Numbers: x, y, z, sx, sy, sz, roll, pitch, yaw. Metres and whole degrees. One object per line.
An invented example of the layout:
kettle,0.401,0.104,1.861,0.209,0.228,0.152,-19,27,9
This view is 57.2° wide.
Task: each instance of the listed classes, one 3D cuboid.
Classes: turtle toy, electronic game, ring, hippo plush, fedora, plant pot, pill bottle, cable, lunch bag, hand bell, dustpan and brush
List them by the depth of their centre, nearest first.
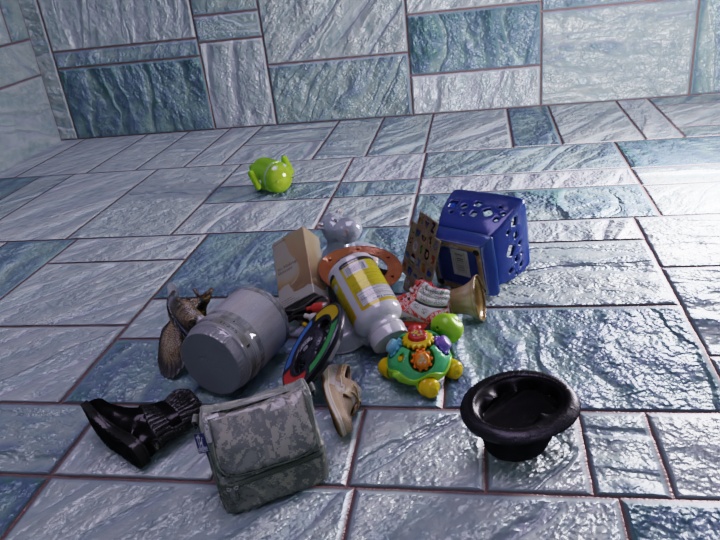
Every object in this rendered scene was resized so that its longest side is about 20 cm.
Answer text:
lunch bag,-0.161,0.273,1.079,0.198,0.169,0.139,-14,27,-14
fedora,0.265,0.251,1.101,0.198,0.092,0.201,-5,26,3
turtle toy,0.131,0.157,1.313,0.145,0.102,0.199,19,36,41
electronic game,-0.095,0.153,1.324,0.041,0.200,0.201,34,25,-19
pill bottle,0.019,0.070,1.398,0.110,0.112,0.201,-17,59,-21
dustpan and brush,-0.015,0.143,1.448,0.199,0.058,0.140,4,39,35
cable,-0.138,0.095,1.468,0.198,0.098,0.050,3,-12,28
hand bell,0.178,0.077,1.510,0.198,0.105,0.104,-10,23,23
ring,0.000,0.000,1.564,0.198,0.019,0.201,0,34,0
plant pot,0.280,-0.061,1.603,0.199,0.201,0.180,15,45,36
hippo plush,-0.042,-0.086,1.776,0.199,0.162,0.159,14,33,36

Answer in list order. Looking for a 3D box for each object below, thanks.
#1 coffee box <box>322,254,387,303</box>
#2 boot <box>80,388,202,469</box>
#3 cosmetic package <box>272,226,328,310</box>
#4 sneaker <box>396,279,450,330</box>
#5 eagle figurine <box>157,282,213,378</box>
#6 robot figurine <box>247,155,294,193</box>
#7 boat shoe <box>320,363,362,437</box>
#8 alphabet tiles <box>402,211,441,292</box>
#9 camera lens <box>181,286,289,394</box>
coffee box,-0.036,0.032,1.630,0.199,0.081,0.113,17,35,40
boot,-0.408,0.269,1.244,0.210,0.080,0.158,24,45,30
cosmetic package,-0.145,0.006,1.588,0.105,0.071,0.201,-29,52,20
sneaker,0.102,0.071,1.467,0.199,0.109,0.067,8,-3,18
eagle figurine,-0.389,0.115,1.456,0.150,0.153,0.200,-15,22,28
robot figurine,-0.329,-0.350,2.430,0.175,0.117,0.199,-28,33,-31
boat shoe,-0.031,0.231,1.237,0.069,0.074,0.200,-16,26,-4
alphabet tiles,0.143,-0.032,1.586,0.006,0.202,0.166,4,19,-22
camera lens,-0.254,0.141,1.377,0.159,0.161,0.200,6,29,25
